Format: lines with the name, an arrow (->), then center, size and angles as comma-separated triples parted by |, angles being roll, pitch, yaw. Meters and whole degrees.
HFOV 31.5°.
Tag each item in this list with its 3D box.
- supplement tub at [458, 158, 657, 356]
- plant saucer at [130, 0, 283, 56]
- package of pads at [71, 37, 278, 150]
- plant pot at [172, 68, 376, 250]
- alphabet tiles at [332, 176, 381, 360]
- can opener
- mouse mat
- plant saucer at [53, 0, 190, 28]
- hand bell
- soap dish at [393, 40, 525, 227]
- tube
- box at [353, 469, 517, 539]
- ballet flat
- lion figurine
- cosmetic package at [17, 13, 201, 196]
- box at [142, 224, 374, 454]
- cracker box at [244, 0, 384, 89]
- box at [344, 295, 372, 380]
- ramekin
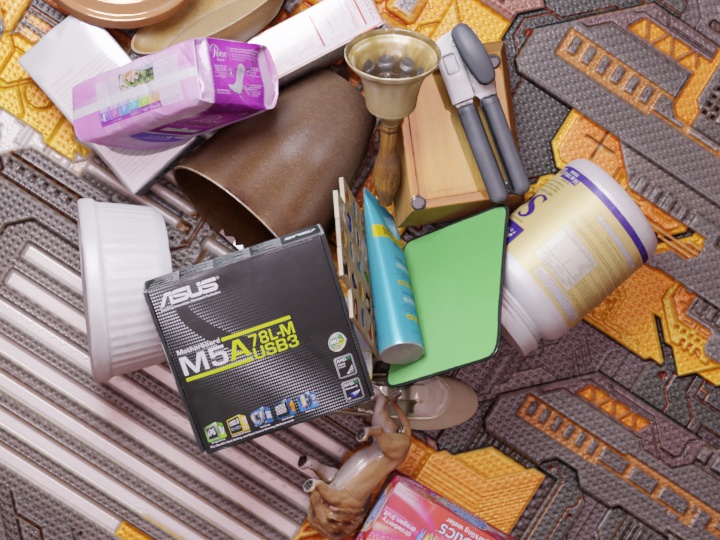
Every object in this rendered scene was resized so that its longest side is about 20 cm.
supplement tub -> 0.223, -0.013, 1.465 | 0.200, 0.145, 0.146 | -41, 93, -2
plant saucer -> -0.160, -0.282, 1.429 | 0.199, 0.200, 0.036 | -29, 119, -2
package of pads -> -0.195, -0.182, 1.337 | 0.199, 0.120, 0.076 | -12, 86, 38
plant pot -> -0.078, -0.124, 1.446 | 0.187, 0.187, 0.200 | 41, 74, -3
alphabet tiles -> 0.000, 0.000, 1.411 | 0.006, 0.200, 0.168 | -9, 64, 11
can opener -> 0.136, -0.174, 1.414 | 0.053, 0.067, 0.201 | -21, 93, -1
mouse mat -> 0.097, 0.029, 1.432 | 0.008, 0.160, 0.201 | 33, 51, -36
plant saucer -> -0.272, -0.369, 1.451 | 0.198, 0.032, 0.202 | 3, 68, -8
hand bell -> 0.032, -0.153, 1.412 | 0.103, 0.105, 0.201 | -1, 130, -3
soap dish -> 0.107, -0.159, 1.488 | 0.156, 0.081, 0.202 | -8, 93, -3
tube -> 0.033, 0.007, 1.446 | 0.050, 0.077, 0.201 | -18, 59, 15
box -> 0.100, 0.328, 1.492 | 0.199, 0.095, 0.100 | 31, 91, -3
ballet flat -> 0.043, 0.148, 1.496 | 0.198, 0.069, 0.070 | 2, 91, -3
lion figurine -> 0.004, 0.226, 1.469 | 0.200, 0.073, 0.122 | -41, 129, 11
cosmetic package -> -0.286, -0.193, 1.472 | 0.101, 0.071, 0.200 | -40, 93, -2
box -> -0.105, 0.073, 1.348 | 0.198, 0.048, 0.195 | -17, 109, -3
cracker box -> -0.075, -0.249, 1.450 | 0.199, 0.134, 0.058 | -27, 93, -2
box -> -0.087, 0.077, 1.434 | 0.198, 0.049, 0.118 | 9, 50, -10
ramekin -> -0.261, 0.018, 1.423 | 0.093, 0.202, 0.204 | -6, 92, -14
